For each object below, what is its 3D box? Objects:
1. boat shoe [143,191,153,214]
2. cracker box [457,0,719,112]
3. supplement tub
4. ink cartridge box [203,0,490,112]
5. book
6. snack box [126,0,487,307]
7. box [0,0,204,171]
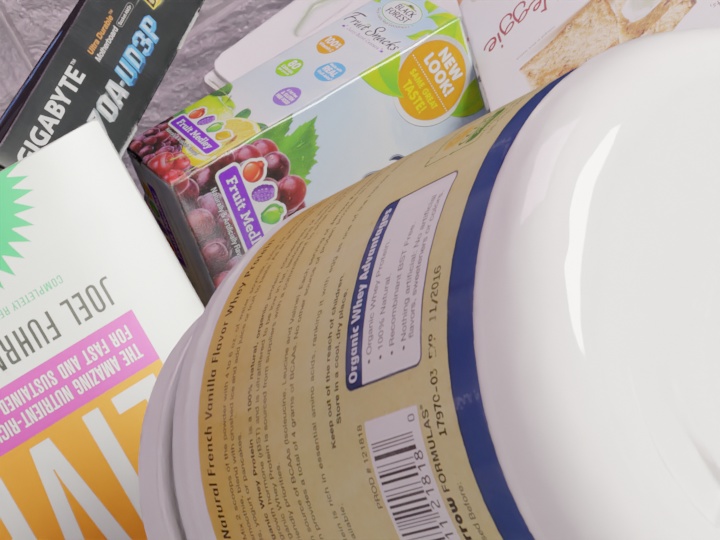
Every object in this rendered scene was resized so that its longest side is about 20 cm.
[{"bbox_3d":[-0.011,-0.033,1.012,0.199,0.067,0.072,-7,-2,-18],"label":"boat shoe"},{"bbox_3d":[0.115,-0.092,0.803,0.134,0.058,0.201,-38,38,22],"label":"cracker box"},{"bbox_3d":[0.041,0.037,0.496,0.144,0.145,0.199,-33,5,-34],"label":"supplement tub"},{"bbox_3d":[0.011,-0.062,1.138,0.146,0.201,0.084,-39,52,-18],"label":"ink cartridge box"},{"bbox_3d":[-0.097,0.070,0.687,0.133,0.201,0.048,-31,4,-17],"label":"book"},{"bbox_3d":[0.000,0.000,0.880,0.142,0.201,0.053,-32,37,-16],"label":"snack box"},{"bbox_3d":[-0.144,-0.038,0.875,0.200,0.046,0.160,-44,18,48],"label":"box"}]
